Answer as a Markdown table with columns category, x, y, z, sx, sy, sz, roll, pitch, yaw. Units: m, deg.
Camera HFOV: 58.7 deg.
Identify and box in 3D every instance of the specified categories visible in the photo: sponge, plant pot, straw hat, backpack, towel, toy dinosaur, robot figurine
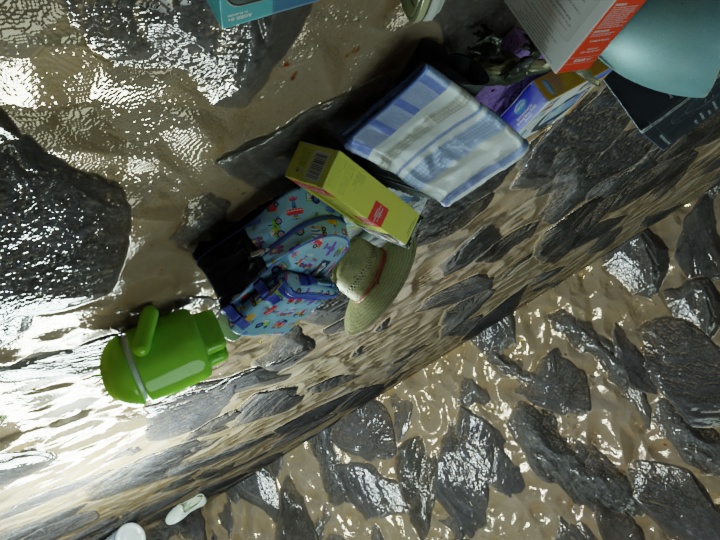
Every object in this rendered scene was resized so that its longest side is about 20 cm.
| category | x | y | z | sx | sy | sz | roll | pitch | yaw |
| --- | --- | --- | --- | --- | --- | --- | --- | --- | --- |
| sponge | 0.169 | -0.232 | 0.866 | 0.110 | 0.030 | 0.200 | -8 | 154 | -47 |
| plant pot | 0.325 | -0.300 | 0.714 | 0.132 | 0.205 | 0.200 | 6 | 170 | 16 |
| straw hat | 0.000 | 0.000 | 1.060 | 0.084 | 0.203 | 0.201 | 32 | 130 | -19 |
| backpack | -0.095 | -0.019 | 0.874 | 0.199 | 0.136 | 0.182 | -36 | 162 | 13 |
| towel | 0.091 | -0.149 | 0.756 | 0.198 | 0.024 | 0.146 | 23 | 138 | -38 |
| toy dinosaur | 0.176 | -0.243 | 0.747 | 0.196 | 0.049 | 0.088 | 3 | 162 | 22 |
| robot figurine | -0.307 | 0.134 | 0.985 | 0.197 | 0.117 | 0.177 | -23 | 155 | -18 |

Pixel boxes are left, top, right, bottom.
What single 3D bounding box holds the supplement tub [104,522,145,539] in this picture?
| category | x | y | z | sx | sy | sz | roll | pitch | yaw |
| --- | --- | --- | --- | --- | --- | --- | --- | --- | --- |
| supplement tub | -0.987 | 1.140 | 2.643 | 0.199 | 0.134 | 0.131 | -39 | 159 | 32 |

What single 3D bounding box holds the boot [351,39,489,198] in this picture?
| category | x | y | z | sx | sy | sz | roll | pitch | yaw |
| --- | --- | --- | --- | --- | --- | --- | --- | --- | --- |
| boot | 0.095 | -0.179 | 0.795 | 0.162 | 0.067 | 0.201 | 2 | 146 | -27 |

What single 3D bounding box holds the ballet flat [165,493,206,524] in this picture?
| category | x | y | z | sx | sy | sz | roll | pitch | yaw |
| --- | --- | --- | --- | --- | --- | --- | --- | --- | --- |
| ballet flat | -0.787 | 1.064 | 2.877 | 0.197 | 0.070 | 0.070 | -23 | 162 | -32 |

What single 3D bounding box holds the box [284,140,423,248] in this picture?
| category | x | y | z | sx | sy | sz | roll | pitch | yaw |
| --- | --- | --- | --- | --- | --- | --- | --- | --- | --- |
| box | -0.002 | -0.092 | 0.809 | 0.199 | 0.074 | 0.051 | 31 | 83 | -51 |

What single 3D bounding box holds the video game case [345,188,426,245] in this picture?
| category | x | y | z | sx | sy | sz | roll | pitch | yaw |
| --- | --- | --- | --- | --- | --- | --- | --- | --- | --- |
| video game case | 0.031 | -0.091 | 1.048 | 0.179 | 0.022 | 0.201 | -23 | 161 | -18 |

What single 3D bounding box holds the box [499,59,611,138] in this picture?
| category | x | y | z | sx | sy | sz | roll | pitch | yaw |
| --- | --- | --- | --- | --- | --- | --- | --- | --- | --- |
| box | 0.266 | -0.240 | 0.907 | 0.199 | 0.042 | 0.119 | -34 | 172 | -30 |

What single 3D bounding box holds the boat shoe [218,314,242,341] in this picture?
| category | x | y | z | sx | sy | sz | roll | pitch | yaw |
| --- | --- | --- | --- | --- | --- | --- | --- | --- | --- |
| boat shoe | -0.162 | 0.041 | 1.059 | 0.200 | 0.070 | 0.071 | -42 | 177 | 32 |

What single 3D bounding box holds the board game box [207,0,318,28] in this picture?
| category | x | y | z | sx | sy | sz | roll | pitch | yaw |
| --- | --- | --- | --- | --- | --- | --- | --- | --- | --- |
| board game box | -0.037 | -0.269 | 0.422 | 0.149 | 0.048 | 0.201 | -24 | 161 | -17 |

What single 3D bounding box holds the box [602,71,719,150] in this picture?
| category | x | y | z | sx | sy | sz | roll | pitch | yaw |
| --- | --- | --- | --- | --- | --- | --- | --- | --- | --- |
| box | 0.524 | -0.314 | 1.033 | 0.196 | 0.125 | 0.198 | -40 | 160 | 28 |

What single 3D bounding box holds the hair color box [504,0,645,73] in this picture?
| category | x | y | z | sx | sy | sz | roll | pitch | yaw |
| --- | --- | --- | --- | --- | --- | --- | --- | --- | --- |
| hair color box | 0.241 | -0.310 | 0.630 | 0.063 | 0.112 | 0.201 | -18 | 160 | -31 |

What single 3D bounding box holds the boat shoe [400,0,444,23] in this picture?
| category | x | y | z | sx | sy | sz | roll | pitch | yaw |
| --- | --- | --- | --- | --- | --- | --- | --- | --- | --- |
| boat shoe | 0.072 | -0.282 | 0.506 | 0.067 | 0.076 | 0.201 | -18 | 159 | -12 |
